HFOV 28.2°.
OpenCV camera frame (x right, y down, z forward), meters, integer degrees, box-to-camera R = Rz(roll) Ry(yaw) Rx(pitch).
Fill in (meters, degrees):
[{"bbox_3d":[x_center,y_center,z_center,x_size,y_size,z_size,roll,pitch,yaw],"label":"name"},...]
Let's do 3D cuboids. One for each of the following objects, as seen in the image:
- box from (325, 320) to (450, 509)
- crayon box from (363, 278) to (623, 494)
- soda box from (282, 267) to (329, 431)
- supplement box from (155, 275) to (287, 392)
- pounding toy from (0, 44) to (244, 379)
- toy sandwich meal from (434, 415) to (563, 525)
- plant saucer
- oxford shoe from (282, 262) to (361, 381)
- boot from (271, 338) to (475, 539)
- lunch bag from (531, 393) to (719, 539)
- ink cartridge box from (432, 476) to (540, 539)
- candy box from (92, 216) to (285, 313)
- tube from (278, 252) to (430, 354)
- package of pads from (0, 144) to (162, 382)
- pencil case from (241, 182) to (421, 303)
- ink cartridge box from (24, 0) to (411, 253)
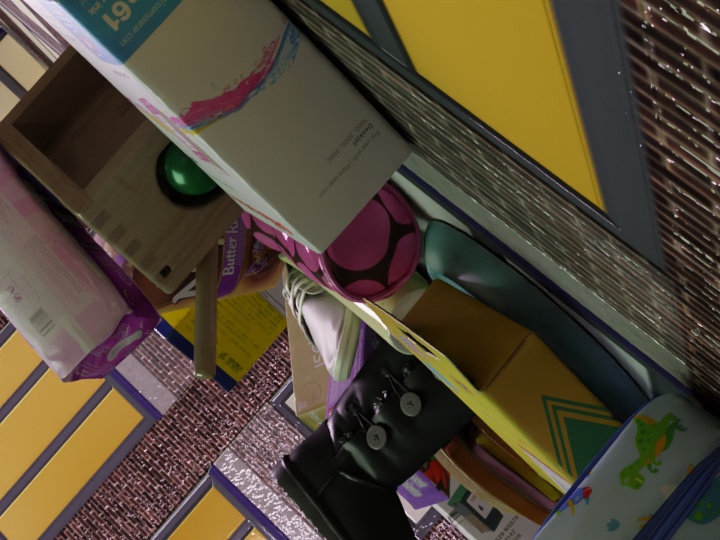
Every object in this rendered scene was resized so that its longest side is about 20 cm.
[{"bbox_3d":[0.030,0.085,1.236,0.137,0.039,0.201,45,-145,-36],"label":"box"},{"bbox_3d":[0.101,0.079,0.904,0.200,0.051,0.127,44,175,-28],"label":"crayon box"},{"bbox_3d":[-0.026,0.054,1.335,0.064,0.067,0.201,48,-152,-48],"label":"soda box"},{"bbox_3d":[-0.126,0.003,1.491,0.109,0.200,0.109,46,174,-39],"label":"supplement box"},{"bbox_3d":[-0.133,-0.068,0.996,0.200,0.184,0.142,36,173,47],"label":"pounding toy"},{"bbox_3d":[0.115,0.120,1.182,0.204,0.070,0.206,36,-156,-19],"label":"toy sandwich meal"},{"bbox_3d":[0.112,0.043,0.965,0.200,0.027,0.200,43,175,4],"label":"plant saucer"},{"bbox_3d":[-0.033,0.024,1.163,0.057,0.076,0.201,10,-152,-14],"label":"oxford shoe"},{"bbox_3d":[0.051,0.136,1.079,0.165,0.200,0.066,44,-171,11],"label":"boot"},{"bbox_3d":[0.182,0.179,0.796,0.200,0.161,0.082,47,173,-39],"label":"lunch bag"},{"bbox_3d":[0.149,0.211,1.448,0.200,0.146,0.084,41,174,6],"label":"ink cartridge box"},{"bbox_3d":[-0.130,-0.031,1.178,0.056,0.117,0.199,39,-150,28],"label":"candy box"},{"bbox_3d":[0.000,0.000,1.085,0.057,0.052,0.200,-3,-157,-24],"label":"tube"},{"bbox_3d":[-0.239,-0.014,1.032,0.200,0.076,0.120,48,-177,6],"label":"package of pads"},{"bbox_3d":[-0.029,-0.043,1.029,0.200,0.090,0.095,-151,50,-62],"label":"pencil case"},{"bbox_3d":[-0.083,-0.112,0.802,0.200,0.085,0.144,43,175,-24],"label":"ink cartridge box"}]
